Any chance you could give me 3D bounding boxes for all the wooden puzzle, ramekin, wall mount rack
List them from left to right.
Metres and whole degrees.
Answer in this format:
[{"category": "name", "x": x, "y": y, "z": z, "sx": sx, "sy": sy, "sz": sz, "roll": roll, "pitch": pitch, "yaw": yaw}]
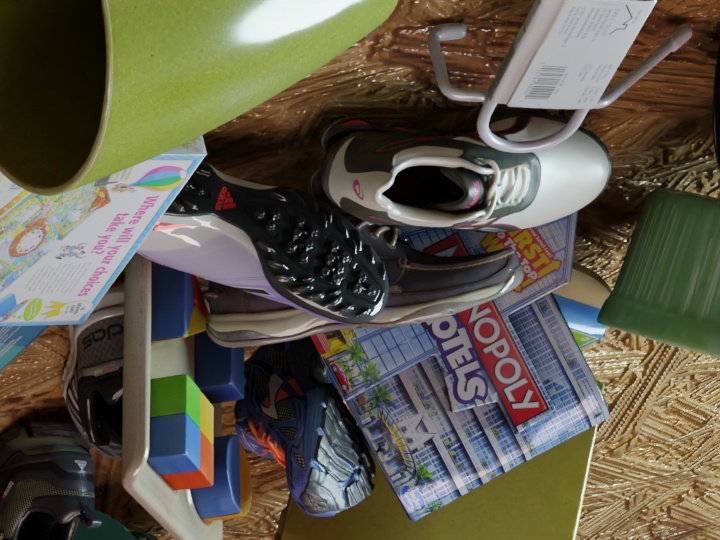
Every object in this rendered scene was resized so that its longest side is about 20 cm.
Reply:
[{"category": "wooden puzzle", "x": -0.106, "y": 0.078, "z": 1.589, "sx": 0.046, "sy": 0.185, "sz": 0.200, "roll": -7, "pitch": 153, "yaw": 9}, {"category": "wall mount rack", "x": 0.139, "y": -0.150, "z": 1.433, "sx": 0.174, "sy": 0.075, "sz": 0.200, "roll": 1, "pitch": 148, "yaw": -19}, {"category": "ramekin", "x": 0.263, "y": 0.013, "z": 1.642, "sx": 0.200, "sy": 0.098, "sz": 0.200, "roll": 15, "pitch": -179, "yaw": 0}]

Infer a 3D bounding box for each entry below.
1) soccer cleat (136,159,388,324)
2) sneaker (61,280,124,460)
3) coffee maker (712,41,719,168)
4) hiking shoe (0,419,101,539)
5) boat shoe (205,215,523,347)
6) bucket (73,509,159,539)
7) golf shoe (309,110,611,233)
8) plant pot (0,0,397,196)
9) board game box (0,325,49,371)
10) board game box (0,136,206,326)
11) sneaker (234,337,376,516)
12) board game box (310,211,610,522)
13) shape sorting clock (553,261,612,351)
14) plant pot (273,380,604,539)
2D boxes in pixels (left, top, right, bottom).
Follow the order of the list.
[{"category": "soccer cleat", "x": -0.078, "y": -0.020, "z": 1.508, "sx": 0.200, "sy": 0.068, "sz": 0.073, "roll": 25, "pitch": 150, "yaw": -11}, {"category": "sneaker", "x": -0.159, "y": 0.091, "z": 1.688, "sx": 0.074, "sy": 0.087, "sz": 0.200, "roll": -10, "pitch": 151, "yaw": -9}, {"category": "coffee maker", "x": 0.307, "y": -0.081, "z": 1.559, "sx": 0.200, "sy": 0.135, "sz": 0.192, "roll": 17, "pitch": 138, "yaw": -43}, {"category": "hiking shoe", "x": -0.258, "y": 0.188, "z": 1.797, "sx": 0.076, "sy": 0.101, "sz": 0.200, "roll": 12, "pitch": 141, "yaw": -38}, {"category": "boat shoe", "x": 0.000, "y": 0.000, "z": 1.556, "sx": 0.200, "sy": 0.073, "sz": 0.074, "roll": -9, "pitch": -178, "yaw": -2}, {"category": "bucket", "x": -0.214, "y": 0.283, "z": 1.890, "sx": 0.207, "sy": 0.207, "sz": 0.135, "roll": -19, "pitch": 144, "yaw": 7}, {"category": "golf shoe", "x": 0.072, "y": -0.050, "z": 1.531, "sx": 0.200, "sy": 0.088, "sz": 0.077, "roll": -3, "pitch": 108, "yaw": -24}, {"category": "plant pot", "x": -0.085, "y": -0.148, "z": 1.247, "sx": 0.200, "sy": 0.187, "sz": 0.187, "roll": -15, "pitch": 155, "yaw": -33}, {"category": "board game box", "x": -0.271, "y": -0.003, "z": 1.518, "sx": 0.200, "sy": 0.047, "sz": 0.151, "roll": 12, "pitch": 141, "yaw": -39}, {"category": "board game box", "x": -0.186, "y": -0.028, "z": 1.409, "sx": 0.134, "sy": 0.034, "sz": 0.200, "roll": 0, "pitch": 151, "yaw": -29}, {"category": "sneaker", "x": -0.042, "y": 0.106, "z": 1.661, "sx": 0.078, "sy": 0.200, "sz": 0.075, "roll": -28, "pitch": 114, "yaw": 7}, {"category": "board game box", "x": 0.075, "y": 0.032, "z": 1.627, "sx": 0.200, "sy": 0.200, "sz": 0.062, "roll": -28, "pitch": -176, "yaw": 0}, {"category": "shape sorting clock", "x": 0.077, "y": 0.034, "z": 1.747, "sx": 0.200, "sy": 0.039, "sz": 0.200, "roll": -2, "pitch": 156, "yaw": -1}, {"category": "plant pot", "x": 0.046, "y": 0.170, "z": 1.797, "sx": 0.200, "sy": 0.194, "sz": 0.196, "roll": 13, "pitch": 163, "yaw": 0}]
